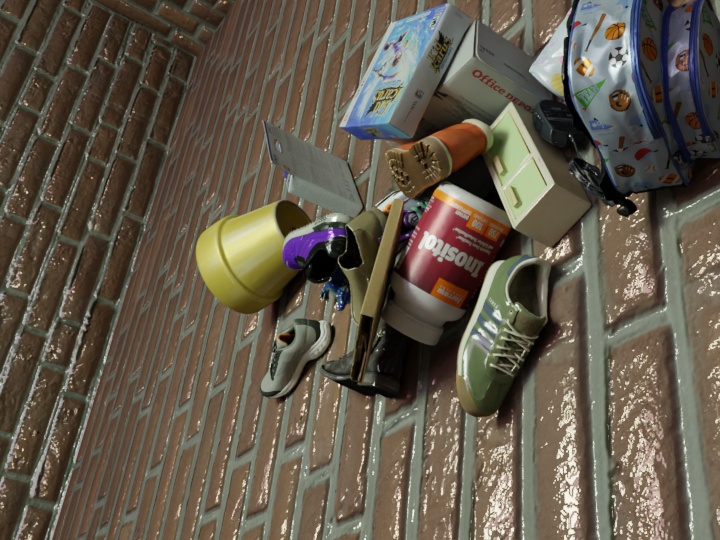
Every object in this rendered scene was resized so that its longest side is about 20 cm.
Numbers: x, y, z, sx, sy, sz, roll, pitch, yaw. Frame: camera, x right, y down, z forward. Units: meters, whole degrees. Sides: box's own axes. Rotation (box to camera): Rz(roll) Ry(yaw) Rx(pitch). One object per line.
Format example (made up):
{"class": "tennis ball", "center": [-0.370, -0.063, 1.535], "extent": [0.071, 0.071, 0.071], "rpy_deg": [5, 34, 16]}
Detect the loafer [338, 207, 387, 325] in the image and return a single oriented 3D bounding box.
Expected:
{"class": "loafer", "center": [0.000, 0.000, 1.277], "extent": [0.076, 0.067, 0.200], "rpy_deg": [37, 130, 57]}

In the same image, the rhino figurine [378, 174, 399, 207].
{"class": "rhino figurine", "center": [0.080, -0.159, 1.345], "extent": [0.200, 0.060, 0.088], "rpy_deg": [-56, 24, 23]}

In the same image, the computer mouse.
{"class": "computer mouse", "center": [0.258, -0.145, 1.001], "extent": [0.200, 0.058, 0.034], "rpy_deg": [-103, 22, -46]}

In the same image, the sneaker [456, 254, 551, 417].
{"class": "sneaker", "center": [0.171, 0.069, 0.952], "extent": [0.090, 0.067, 0.201], "rpy_deg": [-26, 42, 61]}

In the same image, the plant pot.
{"class": "plant pot", "center": [-0.193, -0.040, 1.644], "extent": [0.189, 0.201, 0.201], "rpy_deg": [-30, 40, 28]}

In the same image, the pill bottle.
{"class": "pill bottle", "center": [0.110, -0.007, 1.090], "extent": [0.200, 0.113, 0.113], "rpy_deg": [-63, 25, 8]}

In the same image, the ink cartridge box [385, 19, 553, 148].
{"class": "ink cartridge box", "center": [0.153, -0.232, 1.163], "extent": [0.200, 0.145, 0.084], "rpy_deg": [-38, 34, 45]}

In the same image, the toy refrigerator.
{"class": "toy refrigerator", "center": [0.213, -0.127, 1.042], "extent": [0.076, 0.070, 0.200], "rpy_deg": [-50, 30, 29]}

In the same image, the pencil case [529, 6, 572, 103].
{"class": "pencil case", "center": [0.296, -0.303, 1.019], "extent": [0.200, 0.083, 0.091], "rpy_deg": [-58, 30, 17]}

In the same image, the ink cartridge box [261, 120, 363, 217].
{"class": "ink cartridge box", "center": [-0.102, -0.192, 1.564], "extent": [0.041, 0.200, 0.200], "rpy_deg": [-54, 27, 23]}

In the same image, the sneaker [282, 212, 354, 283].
{"class": "sneaker", "center": [-0.081, -0.021, 1.386], "extent": [0.200, 0.069, 0.100], "rpy_deg": [-30, 46, 53]}

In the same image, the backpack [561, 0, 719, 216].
{"class": "backpack", "center": [0.282, -0.189, 0.820], "extent": [0.154, 0.190, 0.200], "rpy_deg": [-17, 52, 38]}

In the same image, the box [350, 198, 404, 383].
{"class": "box", "center": [0.024, 0.027, 1.113], "extent": [0.164, 0.021, 0.200], "rpy_deg": [98, -173, -52]}

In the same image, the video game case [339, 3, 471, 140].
{"class": "video game case", "center": [0.057, -0.276, 1.170], "extent": [0.182, 0.045, 0.200], "rpy_deg": [-65, 22, -2]}

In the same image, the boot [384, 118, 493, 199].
{"class": "boot", "center": [0.106, -0.156, 1.130], "extent": [0.107, 0.075, 0.200], "rpy_deg": [-30, 10, -18]}

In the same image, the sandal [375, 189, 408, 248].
{"class": "sandal", "center": [0.050, -0.082, 1.313], "extent": [0.207, 0.079, 0.059], "rpy_deg": [-46, 32, 41]}

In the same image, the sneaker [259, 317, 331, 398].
{"class": "sneaker", "center": [-0.132, 0.151, 1.467], "extent": [0.200, 0.079, 0.074], "rpy_deg": [-52, 30, 30]}

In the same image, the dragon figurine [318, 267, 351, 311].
{"class": "dragon figurine", "center": [-0.023, -0.003, 1.410], "extent": [0.099, 0.059, 0.200], "rpy_deg": [-37, 38, 46]}

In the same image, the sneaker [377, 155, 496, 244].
{"class": "sneaker", "center": [0.111, -0.090, 1.164], "extent": [0.200, 0.074, 0.088], "rpy_deg": [-36, 5, 41]}

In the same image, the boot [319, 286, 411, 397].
{"class": "boot", "center": [0.030, 0.096, 1.226], "extent": [0.200, 0.069, 0.174], "rpy_deg": [-1, 64, 55]}
